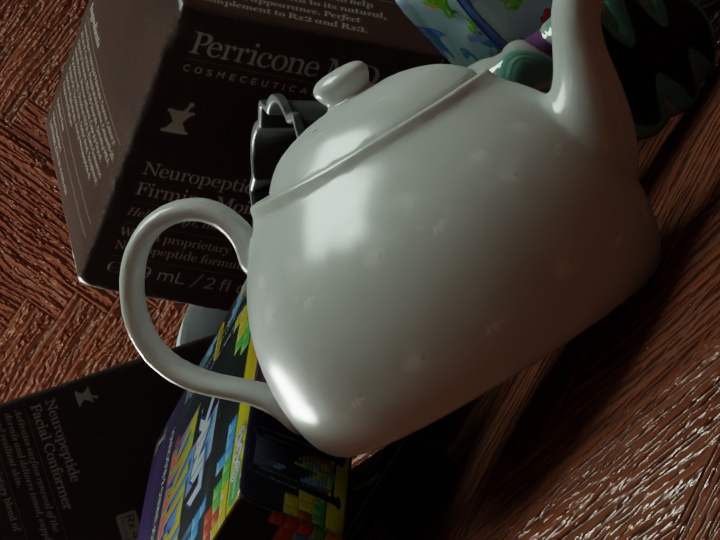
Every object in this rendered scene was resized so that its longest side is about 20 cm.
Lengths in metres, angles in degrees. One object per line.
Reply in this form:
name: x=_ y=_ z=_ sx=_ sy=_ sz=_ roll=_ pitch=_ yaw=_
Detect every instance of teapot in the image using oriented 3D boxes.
teapot: x=0.020 y=-0.020 z=1.255 sx=0.200 sy=0.146 sz=0.197 roll=-34 pitch=4 yaw=-30

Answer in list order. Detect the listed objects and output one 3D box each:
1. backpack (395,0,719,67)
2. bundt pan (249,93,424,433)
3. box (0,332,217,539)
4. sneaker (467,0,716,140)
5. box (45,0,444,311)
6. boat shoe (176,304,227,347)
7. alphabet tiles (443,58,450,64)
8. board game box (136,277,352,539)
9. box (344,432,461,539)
backpack: x=0.117 y=-0.192 z=1.509 sx=0.200 sy=0.183 sz=0.147 roll=-54 pitch=22 yaw=-13
bundt pan: x=0.000 y=0.000 z=1.541 sx=0.202 sy=0.075 sz=0.203 roll=171 pitch=90 yaw=-77
box: x=-0.129 y=0.103 z=1.526 sx=0.199 sy=0.101 sz=0.075 roll=-19 pitch=-1 yaw=-26
sneaker: x=0.069 y=-0.081 z=1.436 sx=0.200 sy=0.078 sz=0.140 roll=-26 pitch=9 yaw=-26
box: x=-0.074 y=-0.104 z=1.705 sx=0.164 sy=0.165 sz=0.200 roll=-108 pitch=34 yaw=-50
boat shoe: x=-0.075 y=0.105 z=1.716 sx=0.068 sy=0.073 sz=0.200 roll=123 pitch=140 yaw=-53
alphabet tiles: x=0.102 y=-0.100 z=1.601 sx=0.167 sy=0.008 sz=0.200 roll=-25 pitch=32 yaw=22
board game box: x=-0.057 y=0.102 z=1.380 sx=0.200 sy=0.057 sz=0.166 roll=-84 pitch=21 yaw=-52
box: x=-0.028 y=0.164 z=1.440 sx=0.143 sy=0.036 sz=0.200 roll=-58 pitch=5 yaw=-23
